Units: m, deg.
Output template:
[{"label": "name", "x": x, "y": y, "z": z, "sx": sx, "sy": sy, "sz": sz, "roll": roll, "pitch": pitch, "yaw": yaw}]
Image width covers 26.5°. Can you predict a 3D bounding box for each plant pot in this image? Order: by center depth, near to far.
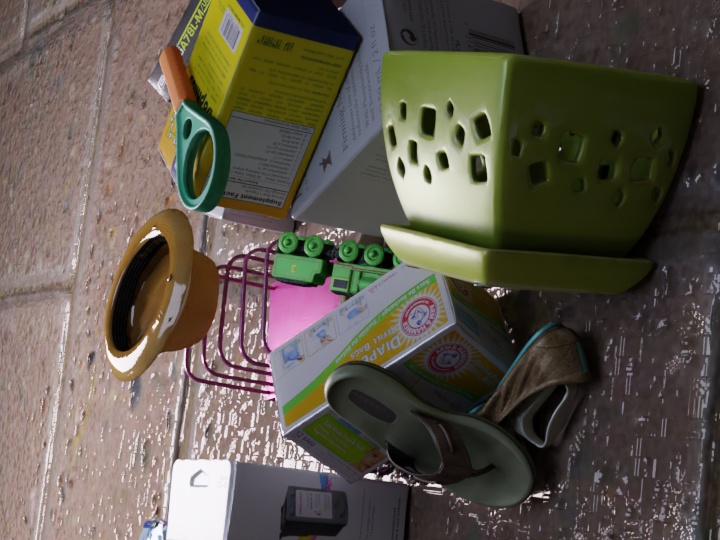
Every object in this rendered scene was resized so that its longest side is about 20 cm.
[{"label": "plant pot", "x": 0.135, "y": -0.080, "z": 1.262, "sx": 0.198, "sy": 0.198, "sz": 0.184, "roll": 17, "pitch": 101, "yaw": 60}]

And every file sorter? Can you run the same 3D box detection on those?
[{"label": "file sorter", "x": -0.099, "y": 0.054, "z": 1.688, "sx": 0.199, "sy": 0.124, "sz": 0.141, "roll": -22, "pitch": 61, "yaw": 56}]

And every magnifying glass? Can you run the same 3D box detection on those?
[{"label": "magnifying glass", "x": -0.157, "y": -0.135, "z": 1.404, "sx": 0.080, "sy": 0.022, "sz": 0.201, "roll": -57, "pitch": 37, "yaw": 35}]

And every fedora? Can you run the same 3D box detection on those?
[{"label": "fedora", "x": -0.212, "y": 0.034, "z": 1.687, "sx": 0.200, "sy": 0.081, "sz": 0.203, "roll": -34, "pitch": 47, "yaw": 47}]

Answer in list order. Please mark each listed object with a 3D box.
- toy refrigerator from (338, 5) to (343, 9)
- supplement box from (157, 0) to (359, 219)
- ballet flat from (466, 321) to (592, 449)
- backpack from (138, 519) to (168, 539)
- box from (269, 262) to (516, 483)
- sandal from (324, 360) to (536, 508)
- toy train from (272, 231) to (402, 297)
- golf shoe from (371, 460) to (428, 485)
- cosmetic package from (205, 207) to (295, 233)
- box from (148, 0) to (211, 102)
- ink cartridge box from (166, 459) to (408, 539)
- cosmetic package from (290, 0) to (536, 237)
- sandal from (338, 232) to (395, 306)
[{"label": "toy refrigerator", "x": -0.012, "y": -0.182, "z": 1.660, "sx": 0.076, "sy": 0.069, "sz": 0.203, "roll": -179, "pitch": 99, "yaw": -70}, {"label": "supplement box", "x": -0.100, "y": -0.167, "z": 1.444, "sx": 0.201, "sy": 0.108, "sz": 0.110, "roll": -65, "pitch": 33, "yaw": 24}, {"label": "ballet flat", "x": 0.137, "y": 0.131, "z": 1.329, "sx": 0.200, "sy": 0.067, "sz": 0.073, "roll": -51, "pitch": 60, "yaw": 34}, {"label": "backpack", "x": -0.212, "y": 0.374, "z": 1.738, "sx": 0.199, "sy": 0.182, "sz": 0.148, "roll": -19, "pitch": 41, "yaw": 61}, {"label": "box", "x": 0.029, "y": 0.086, "z": 1.394, "sx": 0.199, "sy": 0.112, "sz": 0.102, "roll": -34, "pitch": 42, "yaw": 19}, {"label": "sandal", "x": 0.054, "y": 0.151, "z": 1.304, "sx": 0.080, "sy": 0.199, "sz": 0.057, "roll": -63, "pitch": 0, "yaw": 31}, {"label": "toy train", "x": 0.000, "y": 0.000, "z": 1.526, "sx": 0.198, "sy": 0.042, "sz": 0.057, "roll": 9, "pitch": 86, "yaw": 26}, {"label": "golf shoe", "x": 0.025, "y": 0.155, "z": 1.507, "sx": 0.199, "sy": 0.072, "sz": 0.093, "roll": 0, "pitch": 62, "yaw": 55}, {"label": "cosmetic package", "x": -0.114, "y": -0.153, "z": 1.809, "sx": 0.074, "sy": 0.101, "sz": 0.202, "roll": 20, "pitch": 97, "yaw": 58}, {"label": "box", "x": -0.138, "y": -0.299, "z": 1.814, "sx": 0.048, "sy": 0.199, "sz": 0.194, "roll": 48, "pitch": 129, "yaw": 14}, {"label": "ink cartridge box", "x": -0.073, "y": 0.240, "z": 1.506, "sx": 0.147, "sy": 0.198, "sz": 0.087, "roll": -13, "pitch": 69, "yaw": 59}, {"label": "cosmetic package", "x": 0.043, "y": -0.150, "z": 1.468, "sx": 0.200, "sy": 0.165, "sz": 0.169, "roll": -43, "pitch": 46, "yaw": 48}, {"label": "sandal", "x": 0.012, "y": 0.050, "z": 1.570, "sx": 0.069, "sy": 0.078, "sz": 0.214, "roll": 15, "pitch": 77, "yaw": 26}]
